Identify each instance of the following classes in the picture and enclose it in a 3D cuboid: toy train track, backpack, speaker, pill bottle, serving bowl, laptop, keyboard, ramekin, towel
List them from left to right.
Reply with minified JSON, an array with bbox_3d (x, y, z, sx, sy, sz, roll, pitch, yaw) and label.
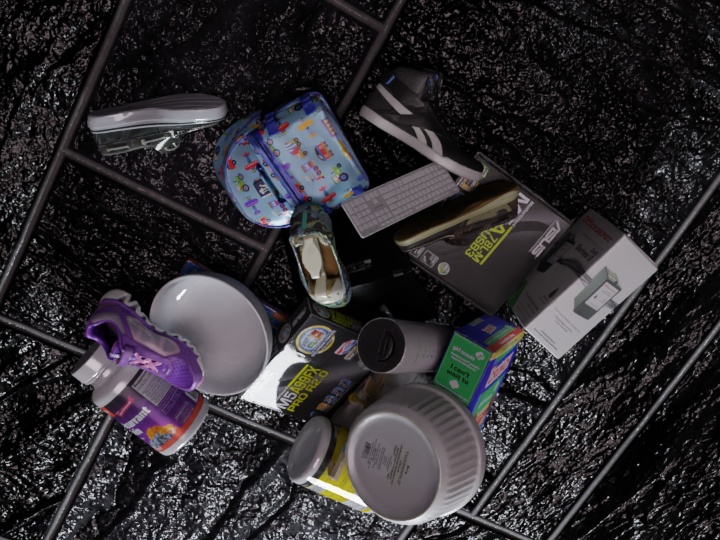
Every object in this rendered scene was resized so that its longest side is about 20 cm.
[{"bbox_3d":[-0.349,0.192,1.152,0.111,0.111,0.200,-43,109,12],"label":"pill bottle"},{"bbox_3d":[-0.219,0.088,1.112,0.200,0.066,0.200,7,112,16],"label":"serving bowl"},{"bbox_3d":[-0.107,-0.146,1.028,0.200,0.135,0.183,-26,112,7],"label":"backpack"},{"bbox_3d":[-0.009,0.328,1.197,0.200,0.114,0.114,30,106,-21],"label":"pill bottle"},{"bbox_3d":[-0.008,0.226,1.131,0.033,0.115,0.200,18,68,22],"label":"toy train track"},{"bbox_3d":[0.000,0.000,1.137,0.187,0.116,0.200,-15,84,17],"label":"laptop"},{"bbox_3d":[0.043,0.239,1.246,0.132,0.034,0.200,34,105,-17],"label":"towel"},{"bbox_3d":[0.060,-0.104,1.025,0.200,0.011,0.056,-27,89,-35],"label":"keyboard"},{"bbox_3d":[0.071,0.272,1.062,0.200,0.105,0.200,3,95,34],"label":"ramekin"},{"bbox_3d":[0.076,0.117,1.112,0.081,0.200,0.081,-4,82,29],"label":"speaker"}]

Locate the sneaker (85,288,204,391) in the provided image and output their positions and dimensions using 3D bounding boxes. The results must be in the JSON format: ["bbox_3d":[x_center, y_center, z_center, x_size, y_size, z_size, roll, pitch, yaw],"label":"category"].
[{"bbox_3d":[-0.324,0.117,1.076,0.200,0.088,0.081,38,117,0],"label":"sneaker"}]

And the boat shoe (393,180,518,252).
[{"bbox_3d":[0.145,-0.065,1.052,0.200,0.073,0.065,-24,113,-9],"label":"boat shoe"}]

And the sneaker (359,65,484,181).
[{"bbox_3d":[0.108,-0.219,1.033,0.200,0.073,0.112,31,104,-1],"label":"sneaker"}]

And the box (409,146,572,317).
[{"bbox_3d":[0.191,-0.056,1.134,0.193,0.048,0.200,35,105,-13],"label":"box"}]

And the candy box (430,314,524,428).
[{"bbox_3d":[0.171,0.180,1.154,0.077,0.169,0.200,27,109,23],"label":"candy box"}]

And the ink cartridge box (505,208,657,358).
[{"bbox_3d":[0.331,0.015,1.123,0.084,0.146,0.200,41,102,-17],"label":"ink cartridge box"}]

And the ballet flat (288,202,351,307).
[{"bbox_3d":[-0.059,-0.001,1.012,0.074,0.074,0.200,-17,132,2],"label":"ballet flat"}]

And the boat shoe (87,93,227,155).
[{"bbox_3d":[-0.281,-0.204,1.032,0.200,0.072,0.071,-5,121,8],"label":"boat shoe"}]

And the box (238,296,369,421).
[{"bbox_3d":[-0.075,0.149,1.157,0.160,0.044,0.200,26,117,-33],"label":"box"}]

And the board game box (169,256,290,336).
[{"bbox_3d":[-0.213,0.071,1.165,0.200,0.019,0.103,33,107,-16],"label":"board game box"}]
